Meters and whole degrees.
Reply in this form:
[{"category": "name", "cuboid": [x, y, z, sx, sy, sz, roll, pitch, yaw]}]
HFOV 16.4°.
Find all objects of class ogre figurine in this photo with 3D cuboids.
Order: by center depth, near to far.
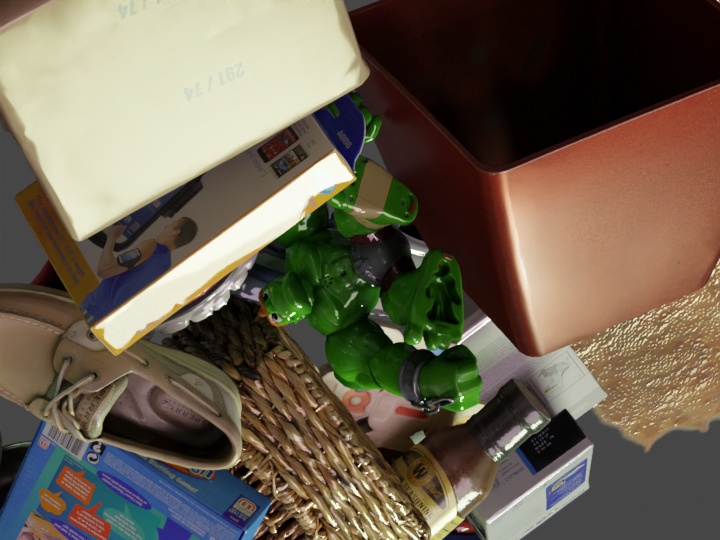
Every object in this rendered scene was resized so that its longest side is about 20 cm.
[{"category": "ogre figurine", "cuboid": [0.000, 0.000, 1.530, 0.098, 0.200, 0.120, -46, -170, -35]}]

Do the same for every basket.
[{"category": "basket", "cuboid": [-0.067, 0.137, 1.633, 0.149, 0.143, 0.200, -35, 117, 0]}]

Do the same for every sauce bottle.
[{"category": "sauce bottle", "cuboid": [0.046, 0.155, 1.747, 0.200, 0.065, 0.065, -44, 143, 6]}]

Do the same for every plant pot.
[{"category": "plant pot", "cuboid": [0.123, -0.070, 1.527, 0.199, 0.200, 0.177, -22, 130, -17]}]

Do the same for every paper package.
[{"category": "paper package", "cuboid": [-0.116, -0.145, 1.362, 0.199, 0.104, 0.191, -29, 142, -7]}]

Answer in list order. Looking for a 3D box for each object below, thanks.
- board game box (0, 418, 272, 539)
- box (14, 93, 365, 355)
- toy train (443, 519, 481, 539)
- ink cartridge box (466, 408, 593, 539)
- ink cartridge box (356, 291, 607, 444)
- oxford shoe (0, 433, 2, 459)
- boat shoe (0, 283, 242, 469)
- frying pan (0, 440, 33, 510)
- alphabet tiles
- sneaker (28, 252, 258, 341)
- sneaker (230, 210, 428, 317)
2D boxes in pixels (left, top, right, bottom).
[{"category": "board game box", "cuboid": [-0.163, 0.186, 1.614, 0.200, 0.152, 0.045, -61, 171, 32]}, {"category": "box", "cuboid": [-0.095, -0.055, 1.466, 0.200, 0.119, 0.041, -38, 144, 3]}, {"category": "toy train", "cuboid": [0.012, 0.250, 1.939, 0.199, 0.085, 0.116, 6, 141, -43]}, {"category": "ink cartridge box", "cuboid": [0.125, 0.162, 1.873, 0.099, 0.039, 0.200, -36, 165, -6]}, {"category": "ink cartridge box", "cuboid": [0.065, 0.098, 1.829, 0.200, 0.045, 0.176, -37, 143, 2]}, {"category": "oxford shoe", "cuboid": [-0.280, 0.145, 1.524, 0.071, 0.200, 0.071, 42, 126, -13]}, {"category": "boat shoe", "cuboid": [-0.161, 0.067, 1.492, 0.199, 0.065, 0.072, 23, 109, -17]}, {"category": "frying pan", "cuboid": [-0.255, 0.145, 1.645, 0.115, 0.031, 0.190, -39, 147, 5]}, {"category": "alphabet tiles", "cuboid": [-0.009, 0.124, 1.752, 0.195, 0.015, 0.201, 13, 114, -28]}, {"category": "sneaker", "cuboid": [-0.145, 0.001, 1.532, 0.200, 0.077, 0.085, -38, 135, -1]}, {"category": "sneaker", "cuboid": [-0.016, -0.017, 1.633, 0.199, 0.070, 0.082, 2, 109, -39]}]
